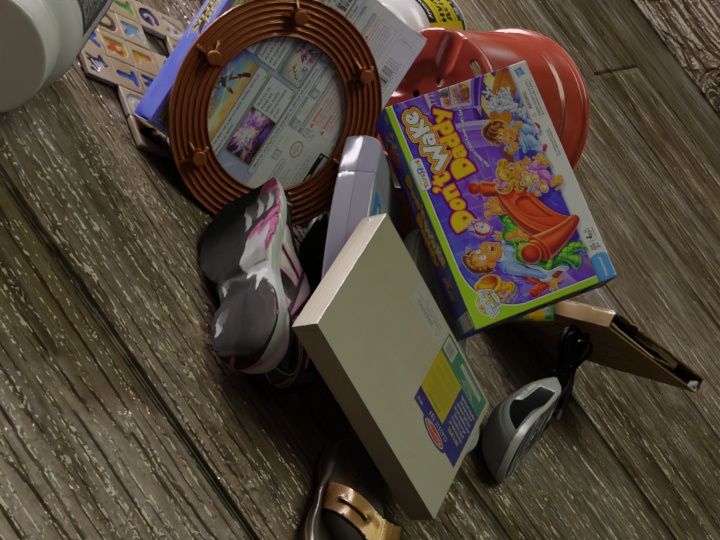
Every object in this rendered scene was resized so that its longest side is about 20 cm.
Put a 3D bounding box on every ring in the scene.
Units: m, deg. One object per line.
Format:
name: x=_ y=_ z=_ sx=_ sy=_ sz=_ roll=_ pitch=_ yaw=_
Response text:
ring: x=-0.066 y=-0.129 z=1.283 sx=0.200 sy=0.201 sz=0.019 roll=35 pitch=-3 yaw=-33

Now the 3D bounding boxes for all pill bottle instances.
pill bottle: x=-0.251 y=-0.200 z=1.137 sx=0.113 sy=0.113 sz=0.200 roll=43 pitch=25 yaw=-18
pill bottle: x=0.041 y=-0.264 z=1.740 sx=0.111 sy=0.111 sz=0.200 roll=54 pitch=25 yaw=5

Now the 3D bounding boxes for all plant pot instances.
plant pot: x=0.115 y=-0.170 z=1.626 sx=0.201 sy=0.201 sz=0.195 roll=59 pitch=24 yaw=16

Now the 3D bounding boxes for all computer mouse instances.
computer mouse: x=0.156 y=0.129 z=1.436 sx=0.044 sy=0.110 sz=0.200 roll=29 pitch=28 yaw=15

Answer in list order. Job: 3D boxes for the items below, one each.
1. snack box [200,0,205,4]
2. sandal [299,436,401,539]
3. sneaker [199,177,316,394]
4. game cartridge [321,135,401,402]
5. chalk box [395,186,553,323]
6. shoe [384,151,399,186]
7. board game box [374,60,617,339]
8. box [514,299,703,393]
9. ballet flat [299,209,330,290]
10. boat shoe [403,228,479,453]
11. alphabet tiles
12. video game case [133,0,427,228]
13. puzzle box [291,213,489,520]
snack box: x=-0.086 y=-0.238 z=1.444 sx=0.053 sy=0.142 sz=0.200 roll=-13 pitch=61 yaw=-26
sandal: x=0.003 y=0.186 z=1.118 sx=0.082 sy=0.055 sz=0.200 roll=44 pitch=24 yaw=-19
sneaker: x=-0.074 y=0.019 z=1.215 sx=0.086 sy=0.080 sz=0.201 roll=47 pitch=30 yaw=-39
game cartridge: x=0.000 y=0.000 z=1.244 sx=0.133 sy=0.040 sz=0.201 roll=62 pitch=32 yaw=-61
chalk box: x=0.107 y=-0.011 z=1.428 sx=0.200 sy=0.124 sz=0.125 roll=7 pitch=81 yaw=-66
shoe: x=0.040 y=-0.070 z=1.539 sx=0.200 sy=0.053 sz=0.070 roll=39 pitch=27 yaw=-25
board game box: x=0.113 y=-0.060 z=1.290 sx=0.045 sy=0.134 sz=0.201 roll=130 pitch=-61 yaw=-73
box: x=0.231 y=0.066 z=1.570 sx=0.163 sy=0.021 sz=0.200 roll=33 pitch=-12 yaw=-37
ballet flat: x=-0.009 y=-0.048 z=1.404 sx=0.068 sy=0.068 sz=0.200 roll=41 pitch=26 yaw=-17
boat shoe: x=0.052 y=0.063 z=1.298 sx=0.072 sy=0.062 sz=0.201 roll=12 pitch=66 yaw=-42
alphabet tiles: x=-0.186 y=-0.171 z=1.340 sx=0.167 sy=0.008 sz=0.200 roll=19 pitch=39 yaw=-51
video game case: x=-0.066 y=-0.167 z=1.308 sx=0.181 sy=0.200 sz=0.045 roll=35 pitch=-3 yaw=-34
puzzle box: x=0.028 y=0.075 z=1.172 sx=0.200 sy=0.025 sz=0.133 roll=61 pitch=39 yaw=-26
